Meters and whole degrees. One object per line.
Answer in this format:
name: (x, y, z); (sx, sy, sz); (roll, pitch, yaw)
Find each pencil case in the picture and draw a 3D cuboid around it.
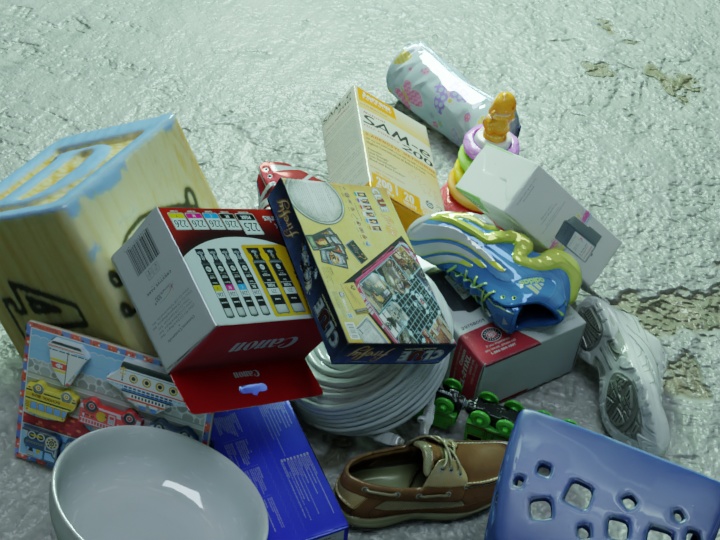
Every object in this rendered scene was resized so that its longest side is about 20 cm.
pencil case: (0.123, -0.229, 1.675); (0.083, 0.091, 0.200); (-28, 53, -31)

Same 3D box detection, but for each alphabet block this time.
alphabet block: (-0.264, -0.018, 1.276); (0.195, 0.202, 0.196); (-4, 31, 39)

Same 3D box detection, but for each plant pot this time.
plant pot: (0.193, 0.273, 1.094); (0.198, 0.201, 0.181); (20, 52, 13)

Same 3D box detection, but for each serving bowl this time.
serving bowl: (-0.184, 0.226, 1.101); (0.198, 0.066, 0.201); (19, 27, -10)

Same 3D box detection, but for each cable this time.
cable: (0.001, 0.078, 1.308); (0.198, 0.069, 0.202); (3, 58, 30)

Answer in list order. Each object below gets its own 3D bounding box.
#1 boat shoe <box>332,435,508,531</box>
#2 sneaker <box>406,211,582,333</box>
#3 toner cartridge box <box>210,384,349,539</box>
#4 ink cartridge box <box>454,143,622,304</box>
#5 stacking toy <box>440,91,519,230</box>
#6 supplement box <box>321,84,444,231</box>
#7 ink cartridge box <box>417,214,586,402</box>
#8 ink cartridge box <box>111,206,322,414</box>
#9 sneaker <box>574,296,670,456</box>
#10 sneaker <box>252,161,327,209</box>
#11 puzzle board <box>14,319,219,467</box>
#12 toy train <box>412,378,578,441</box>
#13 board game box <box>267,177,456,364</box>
boat shoe: (0.069, 0.203, 1.231); (0.197, 0.074, 0.076); (-11, 47, -18)
sneaker: (0.138, 0.004, 1.325); (0.197, 0.076, 0.106); (14, 45, 5)
toner cartridge box: (-0.092, 0.201, 1.236); (0.094, 0.044, 0.201); (-12, 47, -20)
ink cartridge box: (0.215, -0.053, 1.416); (0.068, 0.199, 0.117); (-53, 31, -1)
stacking toy: (0.156, -0.132, 1.498); (0.109, 0.202, 0.116); (34, 51, 26)
supplement box: (0.028, -0.119, 1.524); (0.125, 0.074, 0.202); (26, 35, -30)
ink cartridge box: (0.132, 0.044, 1.399); (0.144, 0.083, 0.200); (-20, 50, -25)
ink cartridge box: (-0.109, 0.034, 1.185); (0.199, 0.084, 0.177); (-3, 58, -53)
sneaker: (0.307, 0.115, 1.356); (0.098, 0.078, 0.202); (8, 50, -28)
sneaker: (-0.106, -0.061, 1.485); (0.112, 0.072, 0.200); (28, 40, 15)
puzzle board: (-0.240, 0.143, 1.202); (0.197, 0.153, 0.017); (15, 23, 8)
toy train: (0.137, 0.159, 1.298); (0.198, 0.057, 0.042); (19, 46, 15)
board game box: (0.000, 0.000, 1.220); (0.134, 0.035, 0.202); (3, 50, -36)
